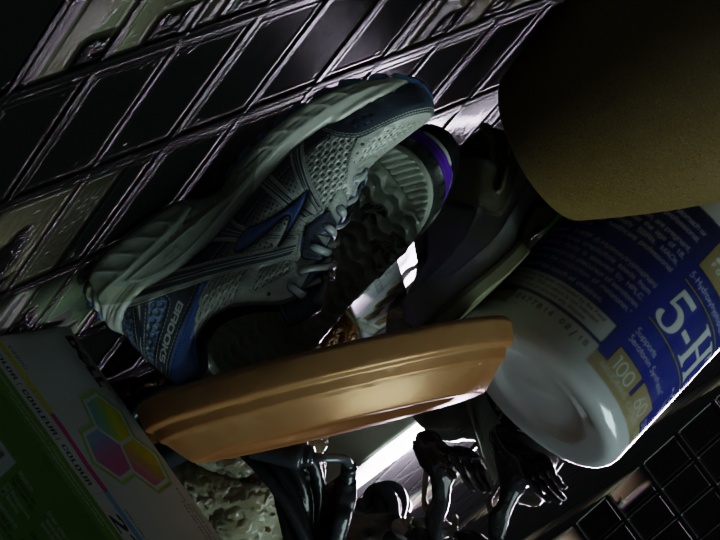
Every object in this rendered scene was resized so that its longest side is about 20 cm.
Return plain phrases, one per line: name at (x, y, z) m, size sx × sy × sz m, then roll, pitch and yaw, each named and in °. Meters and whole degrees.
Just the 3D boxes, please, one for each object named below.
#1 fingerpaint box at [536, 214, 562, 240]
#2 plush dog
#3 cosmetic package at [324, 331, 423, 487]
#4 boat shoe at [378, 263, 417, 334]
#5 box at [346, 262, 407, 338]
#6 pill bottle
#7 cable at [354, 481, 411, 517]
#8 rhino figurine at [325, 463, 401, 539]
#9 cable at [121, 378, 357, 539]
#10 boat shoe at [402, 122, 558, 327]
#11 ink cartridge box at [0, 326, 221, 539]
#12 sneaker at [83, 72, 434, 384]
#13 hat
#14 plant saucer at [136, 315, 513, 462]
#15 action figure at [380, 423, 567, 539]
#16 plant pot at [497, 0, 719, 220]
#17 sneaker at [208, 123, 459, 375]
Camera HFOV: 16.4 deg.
fingerpaint box at (0.174, -0.096, 1.559) m, size 0.166 × 0.074 × 0.200 m, roll -34°, pitch 168°, yaw -14°
plush dog at (-0.072, 0.100, 1.493) m, size 0.199 × 0.160 × 0.173 m, roll -29°, pitch 142°, yaw -30°
cosmetic package at (-0.037, 0.118, 1.730) m, size 0.200 × 0.087 × 0.103 m, roll -37°, pitch 170°, yaw -5°
boat shoe at (0.069, 0.015, 1.670) m, size 0.201 × 0.087 × 0.074 m, roll -15°, pitch 174°, yaw -44°
box at (0.000, 0.000, 1.513) m, size 0.039 × 0.042 × 0.200 m, roll -36°, pitch 169°, yaw -3°
pill bottle at (0.164, 0.005, 1.441) m, size 0.200 × 0.120 × 0.120 m, roll -45°, pitch 171°, yaw -20°
cable at (-0.031, 0.202, 1.715) m, size 0.163 × 0.051 × 0.200 m, roll -46°, pitch 176°, yaw 3°
rhino figurine at (-0.054, 0.161, 1.600) m, size 0.060 × 0.199 × 0.088 m, roll 90°, pitch 23°, yaw -44°
cable at (-0.093, 0.158, 1.428) m, size 0.051 × 0.162 × 0.201 m, roll -74°, pitch 180°, yaw -57°
boat shoe at (0.058, -0.023, 1.416) m, size 0.075 × 0.068 × 0.200 m, roll -40°, pitch -175°, yaw 26°
ink cartridge box at (-0.133, 0.106, 1.281) m, size 0.076 × 0.148 × 0.200 m, roll -42°, pitch 168°, yaw 20°
sneaker at (-0.036, -0.017, 1.244) m, size 0.200 × 0.085 × 0.077 m, roll -38°, pitch 168°, yaw 2°
hat at (0.065, 0.048, 1.544) m, size 0.080 × 0.202 × 0.200 m, roll -6°, pitch -178°, yaw 27°
plant saucer at (-0.015, 0.064, 1.288) m, size 0.199 × 0.038 × 0.200 m, roll -13°, pitch 173°, yaw -2°
action figure at (0.036, 0.186, 1.459) m, size 0.118 × 0.102 × 0.201 m, roll 9°, pitch 126°, yaw -29°
plant pot at (0.178, -0.111, 1.343) m, size 0.199 × 0.187 × 0.186 m, roll -28°, pitch 173°, yaw 27°
sneaker at (-0.015, -0.012, 1.364) m, size 0.200 × 0.070 × 0.100 m, roll -38°, pitch -177°, yaw 33°
